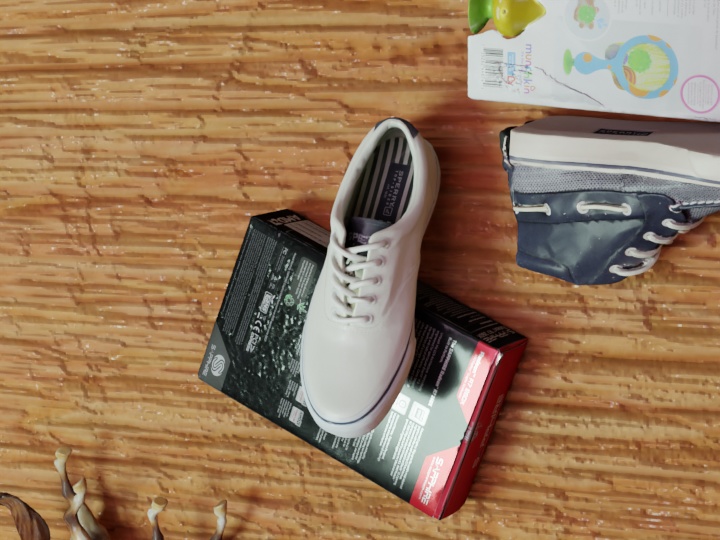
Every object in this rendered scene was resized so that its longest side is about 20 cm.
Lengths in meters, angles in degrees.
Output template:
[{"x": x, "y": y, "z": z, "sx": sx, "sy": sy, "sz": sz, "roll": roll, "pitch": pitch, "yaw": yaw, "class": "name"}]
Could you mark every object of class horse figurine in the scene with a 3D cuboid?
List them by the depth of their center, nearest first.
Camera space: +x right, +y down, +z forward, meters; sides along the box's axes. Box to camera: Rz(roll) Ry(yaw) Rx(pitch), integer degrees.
[{"x": -0.165, "y": 0.201, "z": 1.462, "sx": 0.200, "sy": 0.050, "sz": 0.133, "roll": 14, "pitch": 123, "yaw": 20, "class": "horse figurine"}]

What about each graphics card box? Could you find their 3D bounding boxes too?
[{"x": -0.001, "y": 0.058, "z": 1.346, "sx": 0.200, "sy": 0.051, "sz": 0.126, "roll": 27, "pitch": 111, "yaw": 23, "class": "graphics card box"}]

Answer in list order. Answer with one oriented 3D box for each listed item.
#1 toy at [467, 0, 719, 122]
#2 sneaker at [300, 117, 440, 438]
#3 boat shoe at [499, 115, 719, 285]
[{"x": 0.162, "y": -0.151, "z": 1.207, "sx": 0.199, "sy": 0.047, "sz": 0.115, "roll": 5, "pitch": 111, "yaw": 16, "class": "toy"}, {"x": 0.000, "y": 0.000, "z": 1.272, "sx": 0.073, "sy": 0.071, "sz": 0.201, "roll": 5, "pitch": 72, "yaw": 18, "class": "sneaker"}, {"x": 0.175, "y": -0.036, "z": 1.219, "sx": 0.200, "sy": 0.075, "sz": 0.093, "roll": 9, "pitch": 110, "yaw": 37, "class": "boat shoe"}]
